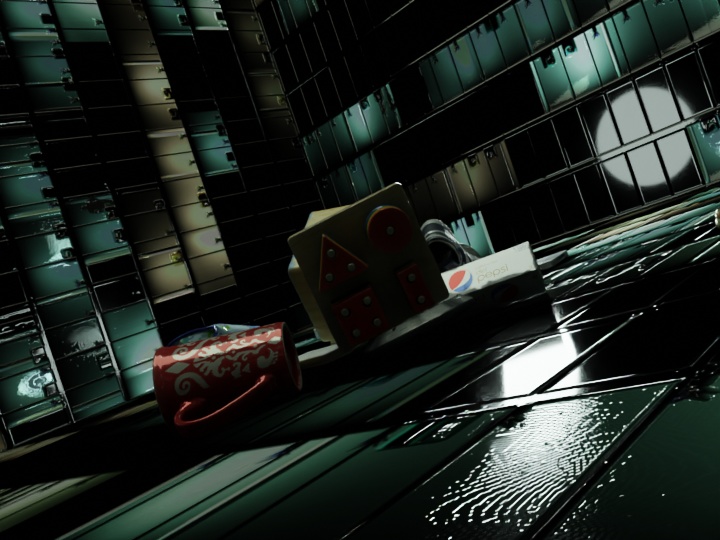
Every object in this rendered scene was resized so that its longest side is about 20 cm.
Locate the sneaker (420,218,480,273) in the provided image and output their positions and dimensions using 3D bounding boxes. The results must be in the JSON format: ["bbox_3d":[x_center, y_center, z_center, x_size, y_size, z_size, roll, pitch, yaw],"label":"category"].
[{"bbox_3d":[0.181,0.000,1.326,0.070,0.200,0.109,-43,11,17],"label":"sneaker"}]

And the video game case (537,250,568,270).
[{"bbox_3d":[0.426,-0.009,1.813,0.141,0.018,0.199,-20,-1,27],"label":"video game case"}]

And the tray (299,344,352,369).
[{"bbox_3d":[-0.088,0.176,1.485,0.106,0.023,0.199,-19,-2,-39],"label":"tray"}]

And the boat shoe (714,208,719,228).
[{"bbox_3d":[0.594,-0.115,1.049,0.071,0.078,0.199,-19,-2,-34],"label":"boat shoe"}]

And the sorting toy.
[{"bbox_3d":[0.016,0.000,1.135,0.197,0.202,0.070,-26,10,-1],"label":"sorting toy"}]

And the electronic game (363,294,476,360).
[{"bbox_3d":[0.094,0.092,1.168,0.197,0.042,0.200,-27,-6,-3],"label":"electronic game"}]

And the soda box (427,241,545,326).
[{"bbox_3d":[0.209,0.025,1.257,0.197,0.065,0.068,-20,-42,16],"label":"soda box"}]

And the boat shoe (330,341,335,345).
[{"bbox_3d":[0.008,0.120,1.615,0.198,0.064,0.073,-21,-1,36],"label":"boat shoe"}]

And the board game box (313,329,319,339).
[{"bbox_3d":[-0.039,0.165,2.365,0.197,0.035,0.134,-21,0,14],"label":"board game box"}]

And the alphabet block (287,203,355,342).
[{"bbox_3d":[0.000,0.000,1.440,0.196,0.198,0.197,-9,39,22],"label":"alphabet block"}]

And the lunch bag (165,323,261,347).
[{"bbox_3d":[-0.326,0.193,1.612,0.197,0.130,0.169,-14,-14,33],"label":"lunch bag"}]

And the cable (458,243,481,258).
[{"bbox_3d":[0.182,0.016,1.654,0.197,0.070,0.199,-25,-29,24],"label":"cable"}]

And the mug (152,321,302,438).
[{"bbox_3d":[-0.191,0.174,1.097,0.196,0.180,0.134,-16,-37,2],"label":"mug"}]
